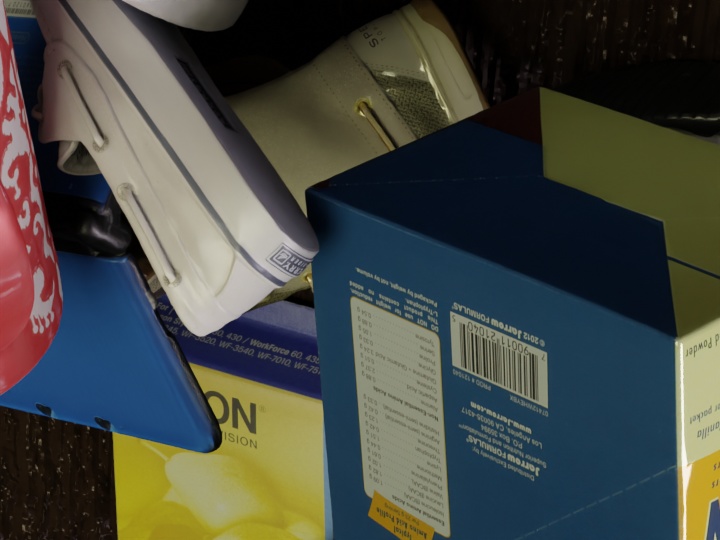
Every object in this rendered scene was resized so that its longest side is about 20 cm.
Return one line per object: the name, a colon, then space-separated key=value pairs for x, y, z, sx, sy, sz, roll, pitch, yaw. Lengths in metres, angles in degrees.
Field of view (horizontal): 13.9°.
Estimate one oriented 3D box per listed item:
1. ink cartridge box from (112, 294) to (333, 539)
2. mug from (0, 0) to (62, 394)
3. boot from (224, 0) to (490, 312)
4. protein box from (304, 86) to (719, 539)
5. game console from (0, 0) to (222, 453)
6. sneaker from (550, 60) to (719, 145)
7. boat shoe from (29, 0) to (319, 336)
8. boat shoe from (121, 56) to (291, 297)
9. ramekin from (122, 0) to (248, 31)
ink cartridge box: x=-0.029 y=0.086 z=1.417 sx=0.197 sy=0.047 sz=0.200 roll=14 pitch=125 yaw=26
mug: x=-0.182 y=-0.031 z=1.086 sx=0.133 sy=0.178 sz=0.200 roll=-8 pitch=137 yaw=1
boot: x=0.000 y=0.000 z=1.281 sx=0.154 sy=0.072 sz=0.200 roll=-23 pitch=100 yaw=-4
protein box: x=0.097 y=0.063 z=1.144 sx=0.198 sy=0.135 sz=0.200 roll=23 pitch=127 yaw=43
game console: x=-0.126 y=-0.031 z=1.278 sx=0.200 sy=0.171 sz=0.118 roll=9 pitch=163 yaw=48
sneaker: x=0.159 y=-0.036 z=1.210 sx=0.200 sy=0.074 sz=0.089 roll=8 pitch=117 yaw=29
boat shoe: x=-0.095 y=-0.064 z=1.137 sx=0.065 sy=0.074 sz=0.200 roll=-40 pitch=64 yaw=12
boat shoe: x=-0.097 y=-0.031 z=1.371 sx=0.200 sy=0.065 sz=0.073 roll=-40 pitch=93 yaw=20
ramekin: x=-0.098 y=-0.195 z=1.153 sx=0.200 sy=0.200 sz=0.098 roll=43 pitch=106 yaw=4
